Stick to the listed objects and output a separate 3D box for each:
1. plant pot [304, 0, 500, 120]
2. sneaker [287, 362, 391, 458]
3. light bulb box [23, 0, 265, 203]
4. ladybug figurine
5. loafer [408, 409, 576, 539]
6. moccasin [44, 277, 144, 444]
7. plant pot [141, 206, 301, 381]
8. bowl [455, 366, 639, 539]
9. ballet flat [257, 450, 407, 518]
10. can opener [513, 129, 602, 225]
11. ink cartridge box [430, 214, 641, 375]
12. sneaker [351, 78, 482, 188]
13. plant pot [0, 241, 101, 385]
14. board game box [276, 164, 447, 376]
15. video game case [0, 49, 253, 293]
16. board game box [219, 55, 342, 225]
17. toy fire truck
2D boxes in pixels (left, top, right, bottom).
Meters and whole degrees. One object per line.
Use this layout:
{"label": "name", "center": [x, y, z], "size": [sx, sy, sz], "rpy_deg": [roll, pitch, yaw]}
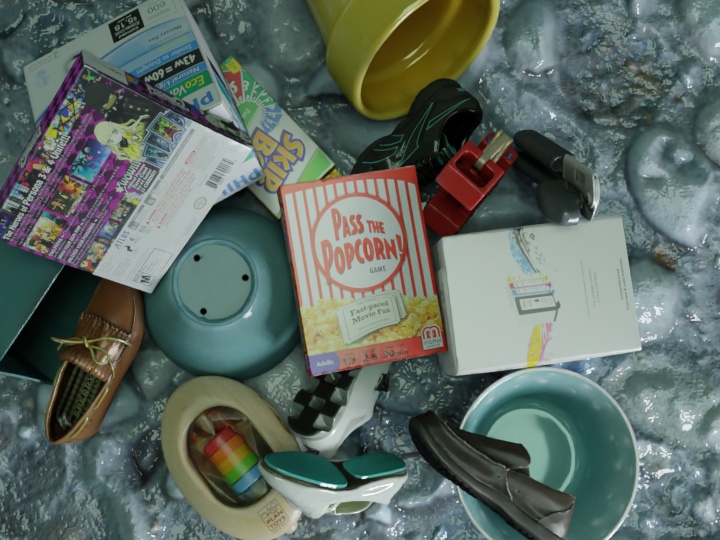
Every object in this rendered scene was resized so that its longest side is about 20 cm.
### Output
{"label": "plant pot", "center": [0.025, -0.307, 1.031], "size": [0.200, 0.201, 0.190], "rpy_deg": [-34, 69, -6]}
{"label": "sneaker", "center": [-0.005, 0.121, 1.034], "size": [0.074, 0.089, 0.201], "rpy_deg": [23, 64, 34]}
{"label": "light bulb box", "center": [-0.233, -0.159, 0.979], "size": [0.196, 0.125, 0.201], "rpy_deg": [-28, 55, 1]}
{"label": "ladybug figurine", "center": [-0.137, 0.208, 1.011], "size": [0.135, 0.072, 0.201], "rpy_deg": [-36, 86, -5]}
{"label": "loafer", "center": [0.135, 0.200, 0.925], "size": [0.199, 0.073, 0.072], "rpy_deg": [39, 78, -5]}
{"label": "moccasin", "center": [-0.293, 0.094, 0.989], "size": [0.073, 0.078, 0.203], "rpy_deg": [31, 102, 9]}
{"label": "plant pot", "center": [-0.152, 0.021, 1.003], "size": [0.197, 0.135, 0.203], "rpy_deg": [0, 83, -2]}
{"label": "bowl", "center": [0.194, 0.209, 1.008], "size": [0.198, 0.105, 0.204], "rpy_deg": [0, 83, -1]}
{"label": "ballet flat", "center": [-0.030, 0.233, 0.976], "size": [0.198, 0.069, 0.071], "rpy_deg": [9, 80, -42]}
{"label": "can opener", "center": [0.207, -0.108, 1.003], "size": [0.065, 0.200, 0.053], "rpy_deg": [-4, 115, -9]}
{"label": "ink cartridge box", "center": [0.181, 0.032, 1.007], "size": [0.197, 0.147, 0.147], "rpy_deg": [-7, 83, -3]}
{"label": "sneaker", "center": [0.059, -0.128, 1.037], "size": [0.201, 0.075, 0.079], "rpy_deg": [-52, 44, 4]}
{"label": "plant pot", "center": [-0.398, 0.006, 0.996], "size": [0.199, 0.141, 0.142], "rpy_deg": [31, 83, 13]}
{"label": "board game box", "center": [0.000, 0.000, 0.975], "size": [0.149, 0.046, 0.203], "rpy_deg": [-10, 86, -10]}
{"label": "video game case", "center": [-0.230, -0.084, 0.871], "size": [0.180, 0.036, 0.201], "rpy_deg": [22, 118, -36]}
{"label": "board game box", "center": [-0.119, -0.149, 1.080], "size": [0.095, 0.030, 0.200], "rpy_deg": [-44, 89, -6]}
{"label": "toy fire truck", "center": [0.126, -0.106, 0.986], "size": [0.049, 0.141, 0.200], "rpy_deg": [39, 48, 4]}
